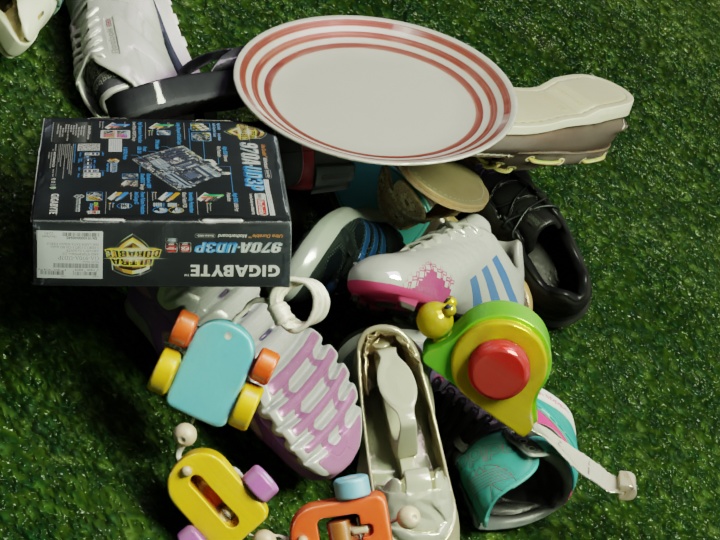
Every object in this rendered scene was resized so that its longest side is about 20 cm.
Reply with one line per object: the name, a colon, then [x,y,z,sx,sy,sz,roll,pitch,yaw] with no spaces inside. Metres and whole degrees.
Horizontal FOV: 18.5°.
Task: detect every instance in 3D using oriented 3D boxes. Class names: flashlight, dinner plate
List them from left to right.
flashlight: [-0.106,-0.079,1.551,0.200,0.068,0.068,-7,50,-14]
dinner plate: [0.010,-0.121,1.540,0.200,0.024,0.200,7,33,-5]

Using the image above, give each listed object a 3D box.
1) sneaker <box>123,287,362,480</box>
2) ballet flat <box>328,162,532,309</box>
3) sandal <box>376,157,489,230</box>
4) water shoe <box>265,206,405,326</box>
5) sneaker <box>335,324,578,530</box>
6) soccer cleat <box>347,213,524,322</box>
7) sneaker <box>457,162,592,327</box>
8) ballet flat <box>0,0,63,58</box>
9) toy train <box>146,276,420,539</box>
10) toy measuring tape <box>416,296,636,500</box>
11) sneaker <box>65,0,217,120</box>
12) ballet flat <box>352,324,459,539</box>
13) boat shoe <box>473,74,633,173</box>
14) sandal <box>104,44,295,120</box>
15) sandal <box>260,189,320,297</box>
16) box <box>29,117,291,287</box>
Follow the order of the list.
sneaker: [-0.083,0.061,1.465,0.200,0.088,0.080,49,43,0]
ballet flat: [0.051,-0.020,1.710,0.200,0.069,0.063,44,7,5]
sandal: [0.047,-0.060,1.625,0.078,0.070,0.212,36,19,-6]
water shoe: [0.000,0.000,1.584,0.079,0.072,0.200,44,20,7]
sneaker: [0.074,0.119,1.545,0.200,0.084,0.121,23,28,-22]
soccer cleat: [0.054,-0.003,1.557,0.070,0.086,0.200,6,-5,31]
sneaker: [0.120,-0.049,1.725,0.076,0.091,0.200,-39,87,-9]
ballet flat: [-0.275,-0.180,1.591,0.200,0.074,0.074,-18,62,-43]
toy train: [-0.052,0.108,1.389,0.056,0.150,0.200,-102,177,-87]
toy measuring tape: [0.125,0.077,1.492,0.200,0.074,0.074,36,35,-11]
sneaker: [-0.182,-0.165,1.646,0.080,0.076,0.200,-8,55,-39]
ballet flat: [0.028,0.127,1.462,0.069,0.069,0.200,7,61,-36]
boat shoe: [0.118,-0.102,1.628,0.200,0.060,0.072,-11,38,-41]
sandal: [-0.102,-0.140,1.574,0.200,0.076,0.043,-15,87,-55]
sandal: [-0.068,-0.057,1.638,0.082,0.055,0.200,58,31,-46]
box: [-0.128,-0.047,1.414,0.159,0.046,0.200,0,22,-6]
